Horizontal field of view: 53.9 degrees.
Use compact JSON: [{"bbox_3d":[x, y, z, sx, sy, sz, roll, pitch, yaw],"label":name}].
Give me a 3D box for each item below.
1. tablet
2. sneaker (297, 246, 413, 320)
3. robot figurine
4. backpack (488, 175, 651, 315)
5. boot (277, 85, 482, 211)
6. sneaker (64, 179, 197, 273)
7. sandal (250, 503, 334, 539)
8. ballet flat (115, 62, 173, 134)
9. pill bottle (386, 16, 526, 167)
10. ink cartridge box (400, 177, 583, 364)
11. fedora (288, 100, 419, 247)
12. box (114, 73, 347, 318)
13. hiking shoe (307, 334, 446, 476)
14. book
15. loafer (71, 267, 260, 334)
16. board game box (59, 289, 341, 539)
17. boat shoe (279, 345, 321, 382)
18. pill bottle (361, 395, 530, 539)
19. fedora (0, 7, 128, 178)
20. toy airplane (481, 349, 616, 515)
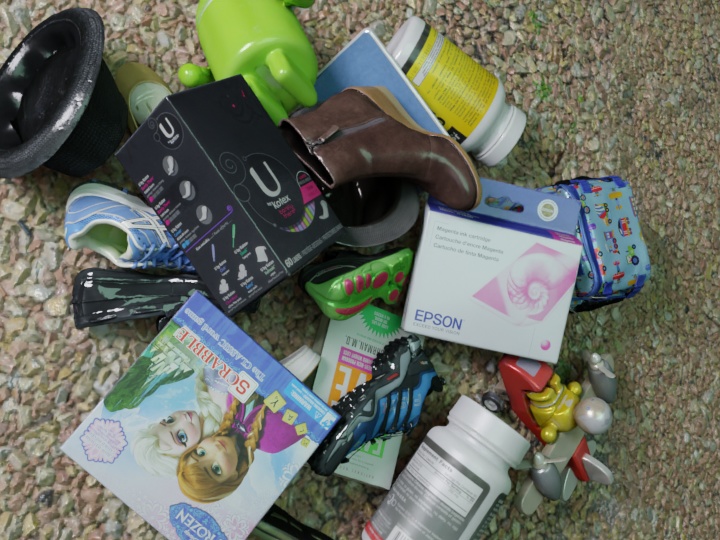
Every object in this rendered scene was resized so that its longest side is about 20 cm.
[{"bbox_3d":[0.025,-0.181,0.884,0.201,0.129,0.014,52,30,-7],"label":"tablet"},{"bbox_3d":[0.000,0.000,0.829,0.199,0.083,0.078,-10,126,-59],"label":"sneaker"},{"bbox_3d":[-0.120,-0.256,0.810,0.115,0.174,0.202,30,30,-55],"label":"robot figurine"},{"bbox_3d":[0.260,-0.030,0.944,0.197,0.134,0.186,-7,84,-23],"label":"backpack"},{"bbox_3d":[0.024,-0.115,0.774,0.200,0.073,0.166,47,49,13],"label":"boot"},{"bbox_3d":[-0.217,-0.026,0.755,0.197,0.076,0.078,15,37,-16],"label":"sneaker"},{"bbox_3d":[-0.061,0.322,0.781,0.200,0.080,0.058,36,86,-7],"label":"sandal"},{"bbox_3d":[-0.217,-0.151,0.798,0.068,0.063,0.203,-24,90,-25],"label":"ballet flat"},{"bbox_3d":[0.115,-0.226,0.927,0.198,0.112,0.114,33,70,-14],"label":"pill bottle"},{"bbox_3d":[0.162,-0.007,0.850,0.193,0.043,0.204,11,92,-5],"label":"ink cartridge box"},{"bbox_3d":[-0.028,-0.100,0.851,0.175,0.090,0.202,-23,76,-28],"label":"fedora"},{"bbox_3d":[-0.127,-0.078,0.719,0.201,0.106,0.122,55,36,-4],"label":"box"},{"bbox_3d":[0.025,0.162,0.793,0.087,0.074,0.200,50,60,-9],"label":"hiking shoe"},{"bbox_3d":[-0.002,0.144,0.851,0.132,0.048,0.203,22,70,-20],"label":"book"},{"bbox_3d":[-0.208,0.038,0.769,0.197,0.068,0.072,4,87,-18],"label":"loafer"},{"bbox_3d":[-0.156,0.161,0.716,0.199,0.041,0.200,40,79,-5],"label":"board game box"},{"bbox_3d":[-0.135,0.131,0.777,0.199,0.071,0.070,-33,91,-21],"label":"boat shoe"},{"bbox_3d":[0.100,0.254,0.809,0.113,0.114,0.201,37,84,-13],"label":"pill bottle"},{"bbox_3d":[-0.305,-0.168,0.735,0.092,0.198,0.203,40,63,-51],"label":"fedora"},{"bbox_3d":[0.265,0.199,0.897,0.196,0.141,0.204,8,72,-29],"label":"toy airplane"}]
